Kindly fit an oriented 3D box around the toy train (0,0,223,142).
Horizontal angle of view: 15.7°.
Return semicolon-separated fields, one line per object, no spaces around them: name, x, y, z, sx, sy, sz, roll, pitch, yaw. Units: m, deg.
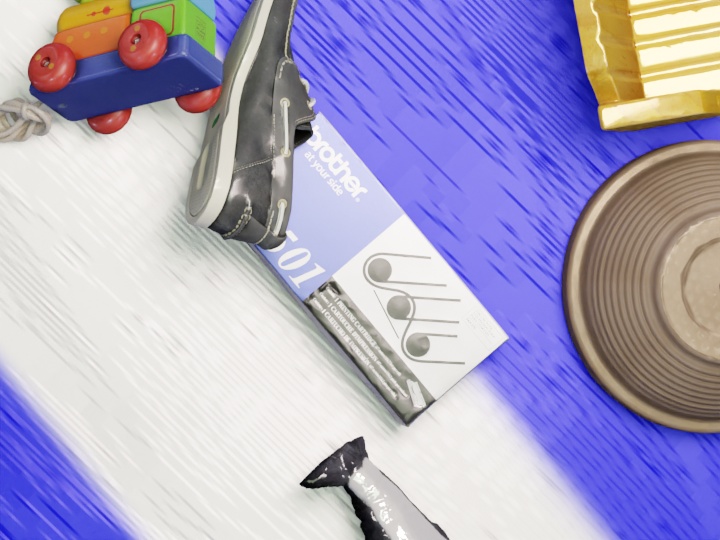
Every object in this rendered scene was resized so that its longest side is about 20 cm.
toy train;-0.185;-0.156;1.729;0.199;0.085;0.116;-11;63;26

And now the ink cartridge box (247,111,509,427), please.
ink cartridge box;0.000;0.000;1.756;0.094;0.044;0.200;-40;93;-5

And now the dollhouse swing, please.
dollhouse swing;0.238;-0.205;1.721;0.175;0.182;0.201;-9;90;16

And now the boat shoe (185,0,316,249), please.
boat shoe;-0.063;-0.106;1.719;0.067;0.072;0.200;19;59;-15

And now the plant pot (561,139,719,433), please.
plant pot;0.239;0.010;1.752;0.200;0.093;0.202;0;89;-4

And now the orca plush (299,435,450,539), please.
orca plush;0.027;0.214;1.748;0.200;0.105;0.071;46;118;-6
